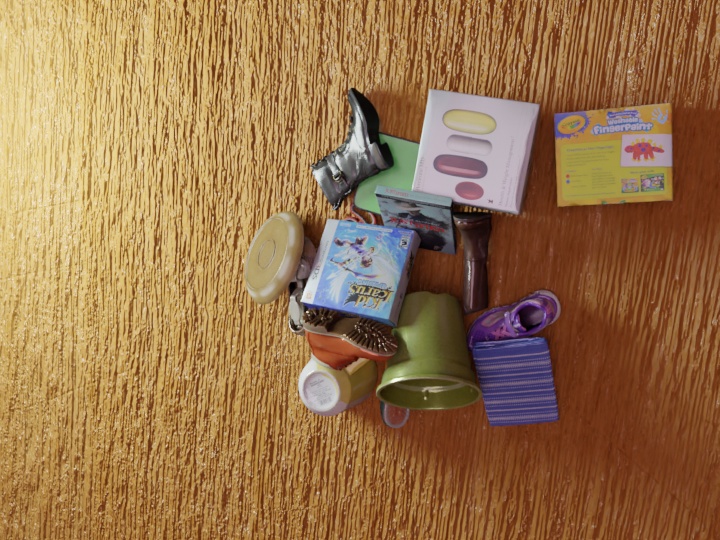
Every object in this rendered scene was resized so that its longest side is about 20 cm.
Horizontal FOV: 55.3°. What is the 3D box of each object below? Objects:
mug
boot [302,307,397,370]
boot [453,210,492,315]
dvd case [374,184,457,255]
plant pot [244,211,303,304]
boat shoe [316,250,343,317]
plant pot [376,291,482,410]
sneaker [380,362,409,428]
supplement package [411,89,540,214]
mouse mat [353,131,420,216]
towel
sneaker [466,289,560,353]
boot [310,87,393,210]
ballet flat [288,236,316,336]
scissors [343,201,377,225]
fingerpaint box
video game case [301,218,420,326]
[{"bbox_3d":[-0.050,0.209,1.406,0.147,0.153,0.190,22,103,14],"label":"mug"},{"bbox_3d":[-0.017,0.145,1.290,0.197,0.075,0.109,14,122,30],"label":"boot"},{"bbox_3d":[0.209,-0.007,1.282,0.063,0.186,0.204,8,97,24],"label":"boot"},{"bbox_3d":[0.109,-0.093,1.303,0.143,0.201,0.022,12,68,15],"label":"dvd case"},{"bbox_3d":[-0.186,-0.031,1.417,0.199,0.027,0.204,-28,51,41],"label":"plant pot"},{"bbox_3d":[-0.042,0.046,1.425,0.201,0.072,0.061,46,111,10],"label":"boat shoe"},{"bbox_3d":[0.130,0.149,1.312,0.196,0.201,0.188,-6,62,18],"label":"plant pot"},{"bbox_3d":[0.073,0.218,1.413,0.070,0.080,0.204,15,79,-13],"label":"sneaker"},{"bbox_3d":[0.215,-0.215,1.265,0.196,0.147,0.195,11,97,14],"label":"supplement package"},{"bbox_3d":[0.091,-0.179,1.382,0.197,0.008,0.164,18,97,16],"label":"mouse mat"},{"bbox_3d":[0.302,0.217,1.331,0.142,0.024,0.203,-7,119,17],"label":"towel"},{"bbox_3d":[0.288,0.106,1.321,0.198,0.088,0.081,-30,89,20],"label":"sneaker"},{"bbox_3d":[-0.035,-0.245,1.389,0.172,0.069,0.203,-26,76,30],"label":"boot"},{"bbox_3d":[-0.120,0.034,1.391,0.067,0.067,0.204,-2,94,26],"label":"ballet flat"},{"bbox_3d":[0.041,-0.057,1.415,0.200,0.014,0.073,44,105,10],"label":"scissors"},{"bbox_3d":[0.452,-0.205,1.237,0.196,0.073,0.170,-3,97,17],"label":"fingerpaint box"},{"bbox_3d":[0.000,0.000,1.338,0.197,0.045,0.184,9,72,27],"label":"video game case"}]
